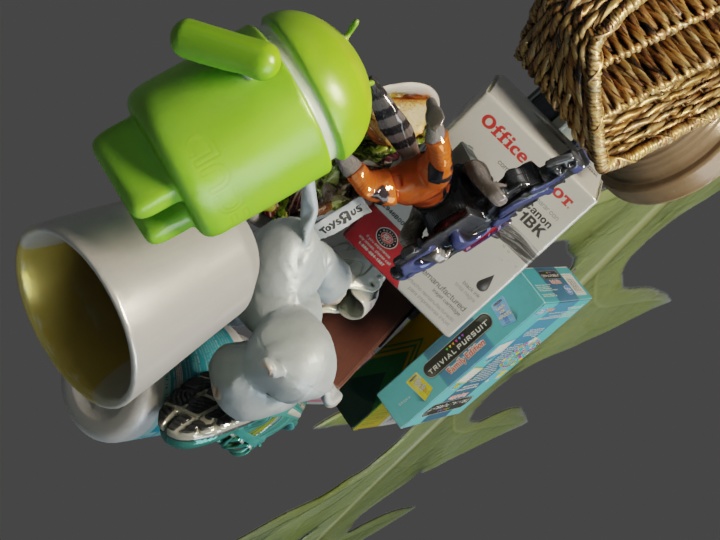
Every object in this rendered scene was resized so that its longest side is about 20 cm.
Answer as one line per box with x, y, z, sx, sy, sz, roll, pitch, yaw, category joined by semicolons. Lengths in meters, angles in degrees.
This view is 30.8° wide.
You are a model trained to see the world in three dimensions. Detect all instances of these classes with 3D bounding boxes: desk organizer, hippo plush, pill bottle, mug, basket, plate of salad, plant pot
-0.011;0.057;1.365;0.200;0.077;0.072;-46;173;-41;desk organizer
-0.057;0.048;1.134;0.200;0.161;0.159;-27;151;29;hippo plush
-0.179;0.099;1.248;0.111;0.111;0.200;-42;159;26;pill bottle
-0.175;0.000;1.026;0.153;0.186;0.150;-30;131;-36;mug
0.263;-0.206;1.149;0.200;0.149;0.143;-25;160;-21;basket
-0.010;-0.091;1.151;0.200;0.048;0.200;-30;162;-11;plate of salad
0.294;-0.172;1.293;0.201;0.201;0.093;-40;126;19;plant pot

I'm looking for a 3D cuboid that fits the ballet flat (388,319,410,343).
0.089;0.069;1.694;0.067;0.067;0.200;0;148;-27;ballet flat

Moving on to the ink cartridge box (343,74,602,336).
0.106;-0.061;1.225;0.200;0.144;0.084;-44;-175;22;ink cartridge box

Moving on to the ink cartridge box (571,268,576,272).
0.152;0.077;1.616;0.198;0.047;0.200;-35;167;-44;ink cartridge box

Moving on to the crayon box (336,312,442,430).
0.075;0.094;1.445;0.200;0.051;0.127;-43;159;21;crayon box

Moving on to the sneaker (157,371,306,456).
-0.109;0.136;1.204;0.200;0.077;0.080;-12;120;-56;sneaker

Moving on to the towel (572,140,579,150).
0.163;-0.066;1.369;0.112;0.049;0.200;-30;-163;38;towel

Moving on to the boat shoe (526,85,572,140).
0.136;-0.117;1.300;0.200;0.062;0.075;-41;159;14;boat shoe

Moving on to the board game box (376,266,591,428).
0.129;0.076;1.342;0.200;0.047;0.151;-43;162;21;board game box

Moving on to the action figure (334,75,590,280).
0.081;-0.086;1.095;0.200;0.105;0.193;-28;144;18;action figure

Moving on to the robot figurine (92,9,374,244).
-0.079;-0.101;0.902;0.200;0.116;0.176;-31;156;-7;robot figurine

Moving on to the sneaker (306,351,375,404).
-0.038;0.109;1.553;0.200;0.075;0.105;-9;156;-42;sneaker

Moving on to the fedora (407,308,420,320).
0.097;0.018;1.519;0.200;0.092;0.201;-30;161;-11;fedora

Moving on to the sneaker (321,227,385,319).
0.000;0.000;1.312;0.200;0.100;0.075;-22;157;-33;sneaker
